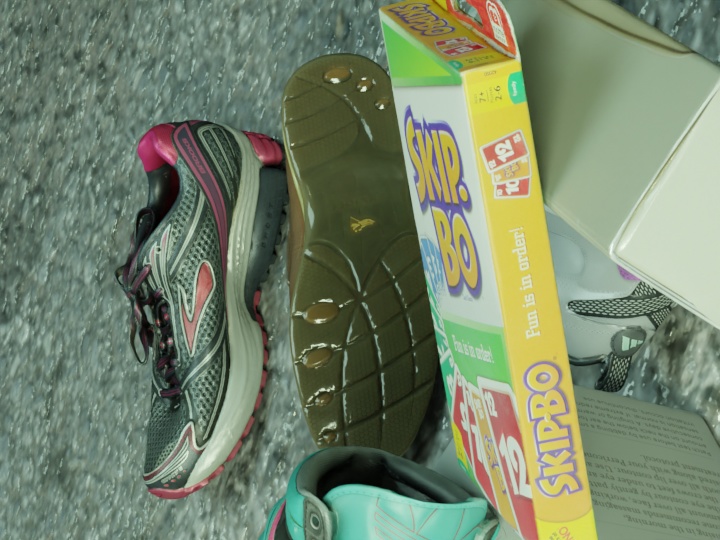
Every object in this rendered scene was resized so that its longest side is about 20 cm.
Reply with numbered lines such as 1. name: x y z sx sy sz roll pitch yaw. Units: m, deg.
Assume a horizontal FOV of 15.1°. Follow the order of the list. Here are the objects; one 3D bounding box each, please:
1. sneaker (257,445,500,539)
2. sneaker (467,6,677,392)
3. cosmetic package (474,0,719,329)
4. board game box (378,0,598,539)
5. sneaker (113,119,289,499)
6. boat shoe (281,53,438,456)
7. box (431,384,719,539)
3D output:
1. sneaker: 0.010 0.138 1.004 0.200 0.083 0.121 -111 35 -47
2. sneaker: 0.074 -0.024 1.167 0.140 0.077 0.200 -66 28 23
3. cosmetic package: 0.107 -0.040 0.955 0.073 0.103 0.200 -57 24 6
4. board game box: 0.043 -0.006 0.949 0.096 0.030 0.201 -133 33 -66
5. sneaker: -0.095 0.021 1.435 0.080 0.074 0.201 -12 70 57
6. boat shoe: -0.001 0.000 1.305 0.068 0.072 0.201 89 176 -76
7. box: 0.090 0.164 1.040 0.153 0.106 0.200 -58 35 28
